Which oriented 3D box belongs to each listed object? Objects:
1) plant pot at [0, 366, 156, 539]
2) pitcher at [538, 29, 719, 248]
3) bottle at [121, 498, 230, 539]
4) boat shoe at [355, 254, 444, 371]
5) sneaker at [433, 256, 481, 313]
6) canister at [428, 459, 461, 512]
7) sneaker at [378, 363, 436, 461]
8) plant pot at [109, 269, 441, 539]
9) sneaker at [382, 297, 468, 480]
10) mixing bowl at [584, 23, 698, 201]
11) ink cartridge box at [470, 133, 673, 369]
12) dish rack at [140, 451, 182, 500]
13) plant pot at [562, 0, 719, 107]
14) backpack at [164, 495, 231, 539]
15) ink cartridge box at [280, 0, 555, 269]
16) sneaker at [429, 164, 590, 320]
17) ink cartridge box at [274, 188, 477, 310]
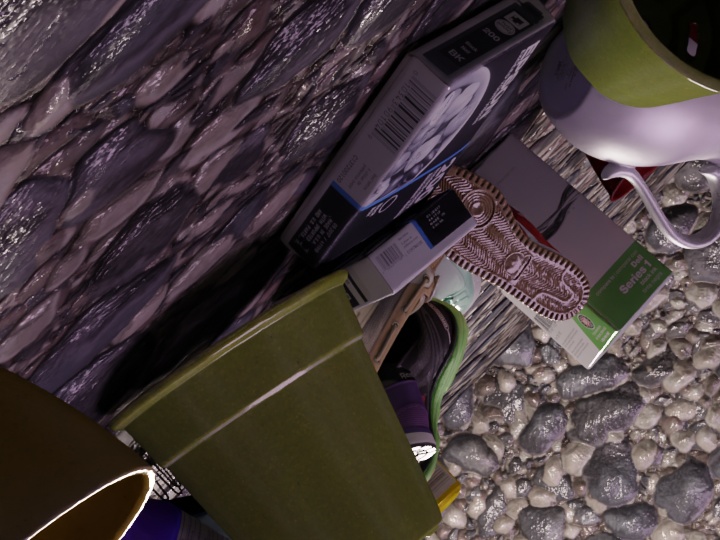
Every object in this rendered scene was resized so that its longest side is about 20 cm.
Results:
[{"bbox_3d":[-0.207,0.103,0.796,0.200,0.142,0.200,-43,170,-9],"label":"plant pot"},{"bbox_3d":[0.243,-0.115,1.555,0.121,0.200,0.172,18,-86,61],"label":"pitcher"},{"bbox_3d":[-0.143,0.209,1.352,0.065,0.200,0.084,-50,-165,23],"label":"bottle"},{"bbox_3d":[0.021,0.034,1.566,0.073,0.063,0.201,-33,-171,37],"label":"boat shoe"},{"bbox_3d":[0.054,0.016,1.738,0.118,0.074,0.201,-48,163,-22],"label":"sneaker"},{"bbox_3d":[-0.026,0.172,1.692,0.149,0.200,0.087,-42,170,-12],"label":"canister"},{"bbox_3d":[-0.038,0.138,1.570,0.200,0.088,0.076,-19,161,13],"label":"sneaker"},{"bbox_3d":[-0.042,0.131,1.332,0.200,0.190,0.200,-34,177,-2],"label":"plant pot"},{"bbox_3d":[0.029,0.114,1.620,0.077,0.084,0.200,-19,-128,55],"label":"sneaker"},{"bbox_3d":[0.265,-0.172,1.731,0.200,0.108,0.200,-43,171,-8],"label":"mixing bowl"},{"bbox_3d":[0.176,-0.017,1.756,0.084,0.200,0.146,-45,172,-16],"label":"ink cartridge box"},{"bbox_3d":[-0.129,0.138,1.558,0.200,0.055,0.153,-47,170,16],"label":"dish rack"},{"bbox_3d":[0.230,-0.197,1.332,0.200,0.200,0.190,-42,-177,-17],"label":"plant pot"},{"bbox_3d":[-0.133,0.257,1.503,0.200,0.147,0.183,-19,168,19],"label":"backpack"},{"bbox_3d":[0.054,-0.106,1.318,0.200,0.043,0.198,-36,167,-47],"label":"ink cartridge box"},{"bbox_3d":[0.101,-0.036,1.604,0.071,0.200,0.112,-50,-150,2],"label":"sneaker"},{"bbox_3d":[0.000,0.000,1.458,0.099,0.039,0.200,-40,-174,-32],"label":"ink cartridge box"}]
